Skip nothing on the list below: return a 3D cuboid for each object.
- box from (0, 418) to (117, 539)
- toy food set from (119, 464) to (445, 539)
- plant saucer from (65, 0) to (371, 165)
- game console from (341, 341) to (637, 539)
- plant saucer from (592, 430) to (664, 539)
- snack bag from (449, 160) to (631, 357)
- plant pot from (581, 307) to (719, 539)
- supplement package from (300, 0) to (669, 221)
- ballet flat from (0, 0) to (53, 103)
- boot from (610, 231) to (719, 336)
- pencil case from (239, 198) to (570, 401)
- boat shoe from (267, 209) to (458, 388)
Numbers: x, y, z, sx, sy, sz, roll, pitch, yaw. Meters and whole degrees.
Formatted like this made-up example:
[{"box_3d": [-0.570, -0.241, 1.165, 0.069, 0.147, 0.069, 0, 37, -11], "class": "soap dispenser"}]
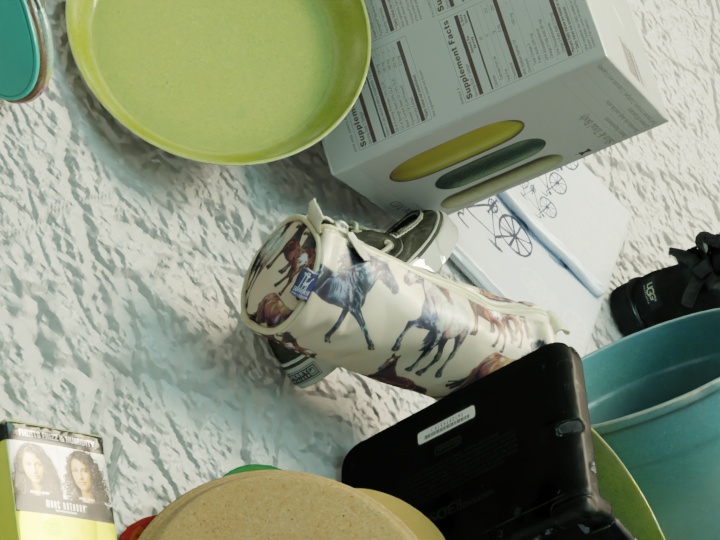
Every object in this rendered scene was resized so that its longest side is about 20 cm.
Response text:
[{"box_3d": [-0.167, 0.184, 1.317, 0.075, 0.050, 0.200, 16, 55, -43], "class": "box"}, {"box_3d": [-0.044, 0.196, 1.390, 0.198, 0.049, 0.200, 11, 52, -5], "class": "toy food set"}, {"box_3d": [-0.093, -0.152, 1.585, 0.200, 0.031, 0.200, 6, 65, -13], "class": "plant saucer"}, {"box_3d": [0.098, 0.168, 1.508, 0.116, 0.200, 0.176, 24, 49, -39], "class": "game console"}, {"box_3d": [0.139, 0.182, 1.568, 0.031, 0.200, 0.200, -22, 82, -20], "class": "plant saucer"}, {"box_3d": [0.123, -0.039, 1.824, 0.189, 0.021, 0.200, 46, 39, -18], "class": "snack bag"}, {"box_3d": [0.230, 0.150, 1.693, 0.200, 0.200, 0.188, -37, 108, -53], "class": "plant pot"}, {"box_3d": [0.077, -0.147, 1.661, 0.152, 0.200, 0.151, 31, 39, -63], "class": "supplement package"}, {"box_3d": [-0.242, -0.194, 1.484, 0.200, 0.069, 0.071, 55, 18, -5], "class": "ballet flat"}, {"box_3d": [0.305, 0.009, 1.882, 0.198, 0.162, 0.073, 7, 63, -46], "class": "boot"}, {"box_3d": [0.030, 0.029, 1.524, 0.200, 0.089, 0.078, 21, 35, -27], "class": "pencil case"}, {"box_3d": [0.000, 0.000, 1.616, 0.064, 0.071, 0.200, 54, 39, -8], "class": "boat shoe"}]
